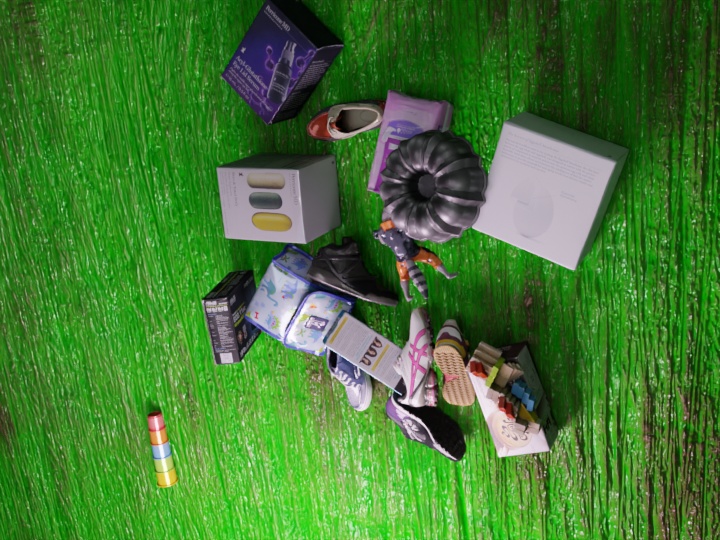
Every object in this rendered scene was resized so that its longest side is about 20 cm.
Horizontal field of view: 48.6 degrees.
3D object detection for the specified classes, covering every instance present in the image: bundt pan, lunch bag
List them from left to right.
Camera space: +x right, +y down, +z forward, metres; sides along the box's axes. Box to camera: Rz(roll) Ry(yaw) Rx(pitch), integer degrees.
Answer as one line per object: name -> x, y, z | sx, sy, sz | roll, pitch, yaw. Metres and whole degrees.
lunch bag -> -0.127, 0.073, 1.727 | 0.199, 0.128, 0.171 | 32, 119, 1
bundt pan -> 0.116, -0.147, 1.392 | 0.200, 0.076, 0.204 | 3, 96, 32

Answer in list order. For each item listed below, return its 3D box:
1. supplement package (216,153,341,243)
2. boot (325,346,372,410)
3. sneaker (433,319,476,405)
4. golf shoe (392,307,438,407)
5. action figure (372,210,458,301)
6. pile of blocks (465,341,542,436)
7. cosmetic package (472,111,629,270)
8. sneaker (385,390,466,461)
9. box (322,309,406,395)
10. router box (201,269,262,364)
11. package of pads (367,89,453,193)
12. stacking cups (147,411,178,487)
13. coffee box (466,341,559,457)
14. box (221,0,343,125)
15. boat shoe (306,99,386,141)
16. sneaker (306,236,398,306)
supplement package -> -0.165, -0.152, 1.641 | 0.198, 0.150, 0.153 | 5, 110, 28
boot -> -0.032, 0.221, 1.733 | 0.072, 0.090, 0.202 | 7, 110, 43
sneaker -> 0.199, 0.189, 1.616 | 0.074, 0.090, 0.201 | 2, 134, 19
golf shoe -> 0.108, 0.175, 1.605 | 0.091, 0.073, 0.202 | -3, 91, 8
action figure -> 0.112, -0.053, 1.553 | 0.199, 0.105, 0.194 | -26, 101, 34
pile of blocks -> 0.273, 0.226, 1.490 | 0.200, 0.062, 0.082 | 50, 122, 3
cosmetic package -> 0.327, -0.143, 1.383 | 0.198, 0.123, 0.201 | 25, 120, 20
sneaker -> 0.138, 0.339, 1.711 | 0.200, 0.076, 0.088 | 43, 138, 14
box -> 0.025, 0.169, 1.655 | 0.199, 0.049, 0.083 | 34, 89, -10
router box -> -0.279, 0.099, 1.770 | 0.062, 0.200, 0.151 | -6, 107, 11
package of pads -> 0.091, -0.228, 1.492 | 0.120, 0.075, 0.202 | 19, 102, 27
stacking cups -> -0.536, 0.479, 2.138 | 0.060, 0.060, 0.202 | 2, 109, 29
coffee box -> 0.300, 0.253, 1.570 | 0.112, 0.080, 0.201 | -15, 100, 31
box -> -0.154, -0.413, 1.568 | 0.148, 0.104, 0.200 | 45, 124, 8
boat shoe -> -0.029, -0.293, 1.567 | 0.199, 0.063, 0.072 | -6, 107, 32
sneaker -> 0.000, 0.000, 1.647 | 0.198, 0.076, 0.115 | 24, 88, -2
